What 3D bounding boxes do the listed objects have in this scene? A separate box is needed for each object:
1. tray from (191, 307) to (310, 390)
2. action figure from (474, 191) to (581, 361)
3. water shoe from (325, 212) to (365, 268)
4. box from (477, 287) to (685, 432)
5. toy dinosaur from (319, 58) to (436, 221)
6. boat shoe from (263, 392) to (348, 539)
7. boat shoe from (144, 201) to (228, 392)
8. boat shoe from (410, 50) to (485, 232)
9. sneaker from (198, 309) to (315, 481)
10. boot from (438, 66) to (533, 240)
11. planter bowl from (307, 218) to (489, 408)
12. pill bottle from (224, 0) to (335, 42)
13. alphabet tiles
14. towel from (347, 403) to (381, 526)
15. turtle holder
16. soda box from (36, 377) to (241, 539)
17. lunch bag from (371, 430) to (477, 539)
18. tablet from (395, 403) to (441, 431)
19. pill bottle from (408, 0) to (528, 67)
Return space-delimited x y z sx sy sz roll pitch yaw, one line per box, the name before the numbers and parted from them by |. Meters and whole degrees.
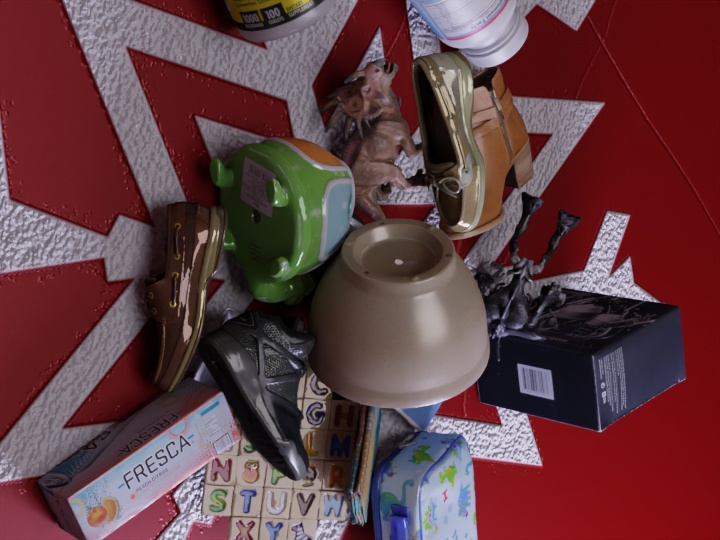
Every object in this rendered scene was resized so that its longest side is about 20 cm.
tray | -0.101 0.106 1.710 0.200 0.022 0.107 20 97 -45
action figure | 0.199 0.012 1.910 0.200 0.119 0.102 -65 168 3
water shoe | 0.000 0.000 1.782 0.079 0.072 0.200 -44 126 -1
box | 0.276 0.107 1.965 0.182 0.200 0.104 -23 112 -40
toy dinosaur | 0.008 -0.137 1.742 0.135 0.086 0.200 5 98 -45
boat shoe | -0.060 0.208 1.733 0.076 0.060 0.200 30 85 -40
boat shoe | -0.190 0.024 1.595 0.067 0.072 0.200 13 98 -12
boat shoe | 0.091 -0.139 1.715 0.063 0.073 0.201 -14 107 -37
sneaker | -0.082 0.124 1.637 0.114 0.076 0.200 -37 115 -26
boot | 0.134 -0.141 1.873 0.200 0.074 0.155 -49 130 -42
planter bowl | 0.040 0.030 1.645 0.200 0.200 0.135 -32 136 -36
pill bottle | -0.109 -0.342 1.567 0.112 0.112 0.200 -44 125 -30
alphabet tiles | -0.086 0.203 1.686 0.166 0.006 0.200 6 92 -20
towel | 0.004 0.199 1.741 0.200 0.022 0.147 85 12 -72
turtle holder | -0.071 -0.051 1.635 0.132 0.141 0.186 -21 100 -40
soda box | -0.222 0.191 1.574 0.200 0.068 0.064 -34 119 -29
lunch bag | 0.075 0.302 1.863 0.161 0.082 0.200 -38 127 -56
tablet | 0.081 0.116 1.841 0.130 0.014 0.200 -59 157 -8
pill bottle | 0.111 -0.329 1.788 0.200 0.109 0.109 45 66 -40
